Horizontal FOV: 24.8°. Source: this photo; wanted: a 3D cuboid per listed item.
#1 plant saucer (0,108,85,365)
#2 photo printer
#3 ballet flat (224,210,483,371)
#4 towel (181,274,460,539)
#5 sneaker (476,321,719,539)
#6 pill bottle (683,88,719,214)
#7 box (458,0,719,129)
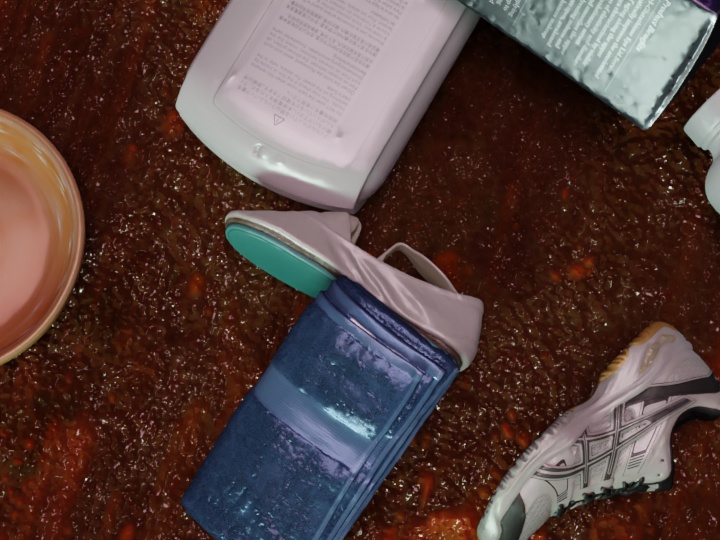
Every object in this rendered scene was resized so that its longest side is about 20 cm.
[{"bbox_3d":[-0.294,-0.021,1.178,0.198,0.037,0.202,0,77,1],"label":"plant saucer"},{"bbox_3d":[-0.026,-0.151,1.179,0.165,0.069,0.201,29,81,7],"label":"photo printer"},{"bbox_3d":[0.000,0.000,1.154,0.199,0.069,0.070,31,80,1],"label":"ballet flat"},{"bbox_3d":[-0.030,0.112,1.105,0.111,0.049,0.201,36,100,10],"label":"towel"},{"bbox_3d":[0.167,0.128,1.110,0.200,0.076,0.088,-44,80,-7],"label":"sneaker"},{"bbox_3d":[0.314,-0.047,1.125,0.111,0.111,0.200,-39,79,-6],"label":"pill bottle"},{"bbox_3d":[0.166,-0.216,1.137,0.199,0.105,0.148,35,41,8],"label":"box"}]
